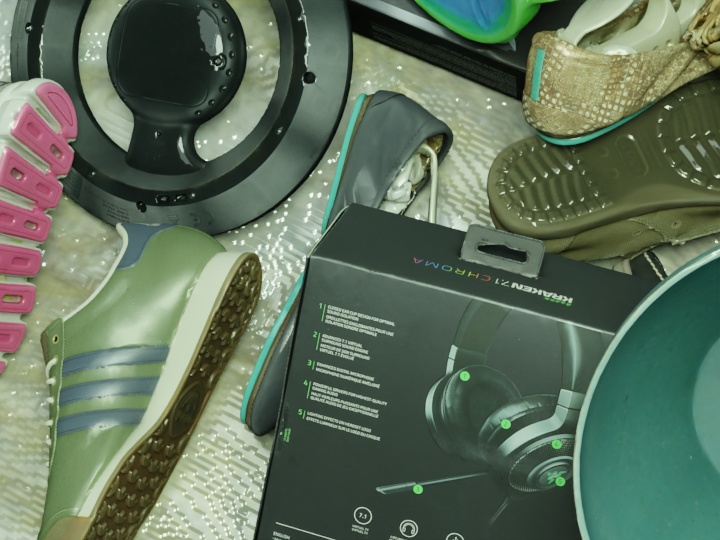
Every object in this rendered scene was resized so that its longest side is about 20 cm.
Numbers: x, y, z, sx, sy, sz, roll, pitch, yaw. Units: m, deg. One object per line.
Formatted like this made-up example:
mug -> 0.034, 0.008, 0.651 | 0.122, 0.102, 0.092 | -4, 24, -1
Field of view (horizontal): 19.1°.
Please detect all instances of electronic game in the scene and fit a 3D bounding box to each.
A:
electronic game -> -0.099, -0.117, 1.161 | 0.198, 0.042, 0.202 | 1, 92, 17

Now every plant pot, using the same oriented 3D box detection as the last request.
plant pot -> 0.192, 0.071, 0.923 | 0.198, 0.135, 0.202 | 1, 100, 7

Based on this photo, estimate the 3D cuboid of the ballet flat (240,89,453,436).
ballet flat -> 0.000, 0.000, 1.130 | 0.073, 0.073, 0.201 | 18, 75, 10

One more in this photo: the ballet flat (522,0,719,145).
ballet flat -> 0.165, -0.131, 1.113 | 0.199, 0.066, 0.070 | -30, 37, -31

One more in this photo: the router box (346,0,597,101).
router box -> 0.058, -0.195, 1.183 | 0.199, 0.052, 0.158 | 24, 78, 11

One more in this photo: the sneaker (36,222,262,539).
sneaker -> -0.135, 0.064, 1.131 | 0.089, 0.067, 0.201 | 25, 79, 20

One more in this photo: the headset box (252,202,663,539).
headset box -> 0.049, 0.078, 1.043 | 0.173, 0.093, 0.202 | 13, 110, 8

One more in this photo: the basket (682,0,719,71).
basket -> 0.289, -0.153, 1.072 | 0.149, 0.143, 0.201 | 39, 69, -16

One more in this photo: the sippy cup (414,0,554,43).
sippy cup -> 0.078, -0.209, 1.096 | 0.130, 0.140, 0.178 | -41, 84, -18

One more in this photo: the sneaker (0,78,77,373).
sneaker -> -0.222, -0.016, 1.154 | 0.087, 0.074, 0.201 | 21, 92, 34

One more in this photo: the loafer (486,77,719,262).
loafer -> 0.156, -0.049, 1.132 | 0.198, 0.068, 0.077 | -8, 67, -13

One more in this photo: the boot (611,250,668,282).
boot -> 0.225, 0.034, 1.063 | 0.150, 0.073, 0.200 | -37, 46, 7
